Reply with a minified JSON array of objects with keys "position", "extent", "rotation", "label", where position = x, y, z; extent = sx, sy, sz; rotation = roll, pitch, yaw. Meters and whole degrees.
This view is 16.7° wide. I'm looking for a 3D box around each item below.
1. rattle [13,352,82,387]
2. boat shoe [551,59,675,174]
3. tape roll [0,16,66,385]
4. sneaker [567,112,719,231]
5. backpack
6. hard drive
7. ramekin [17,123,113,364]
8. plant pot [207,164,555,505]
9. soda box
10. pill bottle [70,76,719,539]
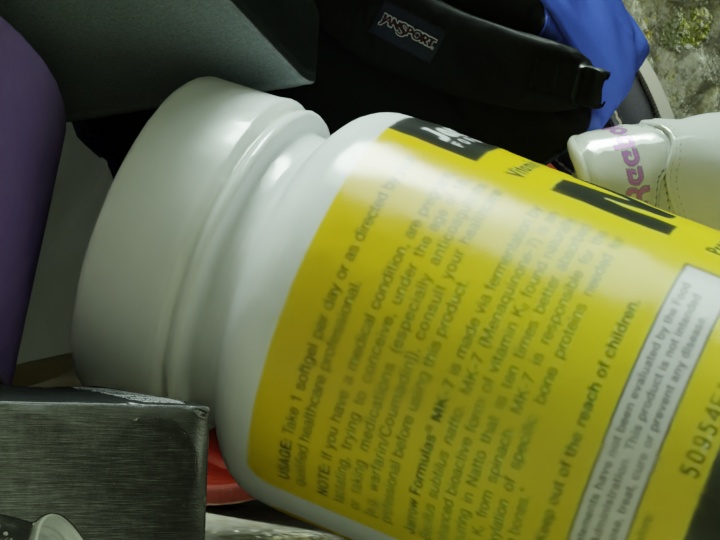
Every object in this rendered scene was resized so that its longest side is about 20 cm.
[{"position":[-0.098,0.004,0.800],"extent":[0.200,0.143,0.130],"rotation":[-15,-12,13],"label":"rattle"},{"position":[0.042,-0.093,0.942],"extent":[0.063,0.200,0.073],"rotation":[-26,-23,-34],"label":"boat shoe"},{"position":[-0.184,-0.022,0.656],"extent":[0.200,0.085,0.200],"rotation":[7,-22,3],"label":"tape roll"},{"position":[0.071,0.021,0.765],"extent":[0.099,0.200,0.075],"rotation":[-1,47,-21],"label":"sneaker"},{"position":[-0.026,-0.108,0.784],"extent":[0.162,0.200,0.168],"rotation":[-33,8,18],"label":"backpack"},{"position":[-0.129,-0.080,0.676],"extent":[0.200,0.033,0.140],"rotation":[-7,-26,23],"label":"hard drive"},{"position":[-0.166,-0.034,0.876],"extent":[0.200,0.200,0.105],"rotation":[4,36,-5],"label":"ramekin"},{"position":[0.000,0.000,0.993],"extent":[0.200,0.201,0.195],"rotation":[6,-4,34],"label":"plant pot"},{"position":[-0.136,0.061,0.571],"extent":[0.200,0.071,0.063],"rotation":[3,-2,-33],"label":"soda box"},{"position":[0.032,0.025,0.652],"extent":[0.200,0.115,0.114],"rotation":[22,7,14],"label":"pill bottle"}]
